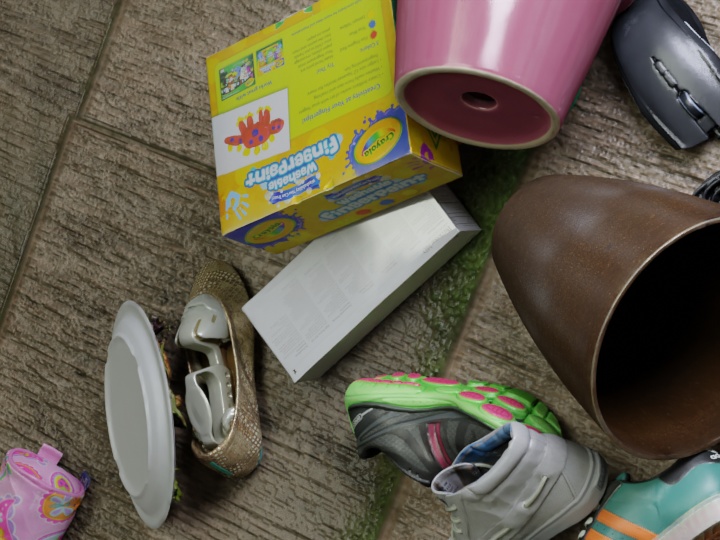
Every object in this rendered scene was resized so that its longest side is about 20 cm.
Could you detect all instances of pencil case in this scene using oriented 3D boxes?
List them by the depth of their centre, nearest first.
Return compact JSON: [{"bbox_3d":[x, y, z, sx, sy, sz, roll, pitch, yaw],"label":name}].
[{"bbox_3d":[-0.331,0.259,1.834,0.087,0.087,0.200,36,102,36],"label":"pencil case"}]

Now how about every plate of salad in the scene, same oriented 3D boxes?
[{"bbox_3d":[-0.183,0.125,1.736,0.200,0.048,0.200,175,90,-69],"label":"plate of salad"}]

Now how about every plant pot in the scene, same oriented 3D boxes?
[{"bbox_3d":[0.188,0.010,1.449,0.200,0.187,0.187,39,104,51],"label":"plant pot"},{"bbox_3d":[0.107,-0.199,1.501,0.200,0.200,0.179,0,65,37],"label":"plant pot"}]

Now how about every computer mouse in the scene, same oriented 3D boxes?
[{"bbox_3d":[0.264,-0.152,1.491,0.140,0.046,0.200,-37,60,27],"label":"computer mouse"}]

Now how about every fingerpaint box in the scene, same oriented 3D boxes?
[{"bbox_3d":[-0.024,-0.125,1.610,0.200,0.073,0.167,-23,63,34],"label":"fingerpaint box"}]

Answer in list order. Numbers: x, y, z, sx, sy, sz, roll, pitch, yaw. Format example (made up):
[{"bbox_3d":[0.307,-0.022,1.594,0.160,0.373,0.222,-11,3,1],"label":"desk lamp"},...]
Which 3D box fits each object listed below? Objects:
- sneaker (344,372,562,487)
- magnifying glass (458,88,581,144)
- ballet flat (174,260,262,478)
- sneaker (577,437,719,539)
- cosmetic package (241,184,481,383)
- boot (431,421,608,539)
[{"bbox_3d":[0.076,0.131,1.568,0.200,0.077,0.084,8,103,41],"label":"sneaker"},{"bbox_3d":[0.095,-0.126,1.630,0.200,0.022,0.080,-30,64,29],"label":"magnifying glass"},{"bbox_3d":[-0.127,0.080,1.725,0.070,0.065,0.200,-25,66,31],"label":"ballet flat"},{"bbox_3d":[0.195,0.199,1.459,0.200,0.071,0.080,-37,55,21],"label":"sneaker"},{"bbox_3d":[0.000,0.000,1.648,0.200,0.051,0.083,-42,72,22],"label":"cosmetic package"},{"bbox_3d":[0.090,0.178,1.495,0.200,0.096,0.074,-46,26,37],"label":"boot"}]
